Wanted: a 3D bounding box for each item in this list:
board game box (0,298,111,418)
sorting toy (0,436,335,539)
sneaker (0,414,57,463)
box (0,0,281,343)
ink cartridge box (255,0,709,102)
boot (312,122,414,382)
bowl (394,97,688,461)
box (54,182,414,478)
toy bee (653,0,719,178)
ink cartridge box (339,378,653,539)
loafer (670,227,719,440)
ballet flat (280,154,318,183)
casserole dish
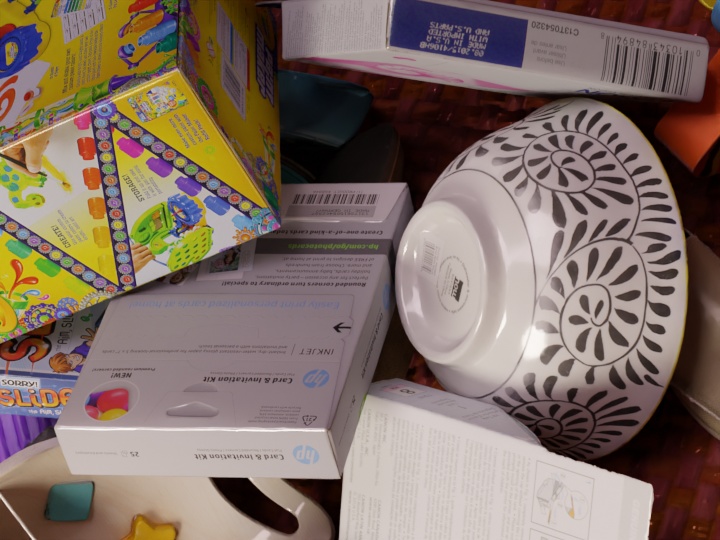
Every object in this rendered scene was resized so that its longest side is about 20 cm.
[{"bbox_3d":[-0.148,0.007,1.618,0.135,0.035,0.200,3,42,5],"label":"board game box"},{"bbox_3d":[-0.117,0.160,1.589,0.180,0.200,0.107,-38,6,-5],"label":"sorting toy"},{"bbox_3d":[-0.193,0.109,1.643,0.099,0.070,0.201,24,83,29],"label":"sneaker"},{"bbox_3d":[-0.156,-0.093,1.563,0.192,0.122,0.200,-21,37,15],"label":"box"},{"bbox_3d":[0.063,-0.124,1.556,0.200,0.196,0.044,-176,93,-67],"label":"ink cartridge box"},{"bbox_3d":[0.000,0.000,1.648,0.073,0.075,0.201,-26,37,39],"label":"boot"},{"bbox_3d":[0.081,0.005,1.504,0.200,0.094,0.202,1,91,57],"label":"bowl"},{"bbox_3d":[-0.064,0.030,1.516,0.155,0.041,0.200,-1,40,17],"label":"box"},{"bbox_3d":[0.256,-0.133,1.539,0.200,0.108,0.131,-34,72,36],"label":"toy bee"},{"bbox_3d":[0.075,0.159,1.467,0.199,0.057,0.163,14,107,33],"label":"ink cartridge box"},{"bbox_3d":[0.180,0.026,1.507,0.076,0.068,0.200,-46,50,3],"label":"loafer"},{"bbox_3d":[-0.112,-0.050,1.733,0.199,0.071,0.071,8,67,6],"label":"ballet flat"},{"bbox_3d":[-0.086,-0.102,1.724,0.199,0.121,0.039,5,86,34],"label":"casserole dish"}]
